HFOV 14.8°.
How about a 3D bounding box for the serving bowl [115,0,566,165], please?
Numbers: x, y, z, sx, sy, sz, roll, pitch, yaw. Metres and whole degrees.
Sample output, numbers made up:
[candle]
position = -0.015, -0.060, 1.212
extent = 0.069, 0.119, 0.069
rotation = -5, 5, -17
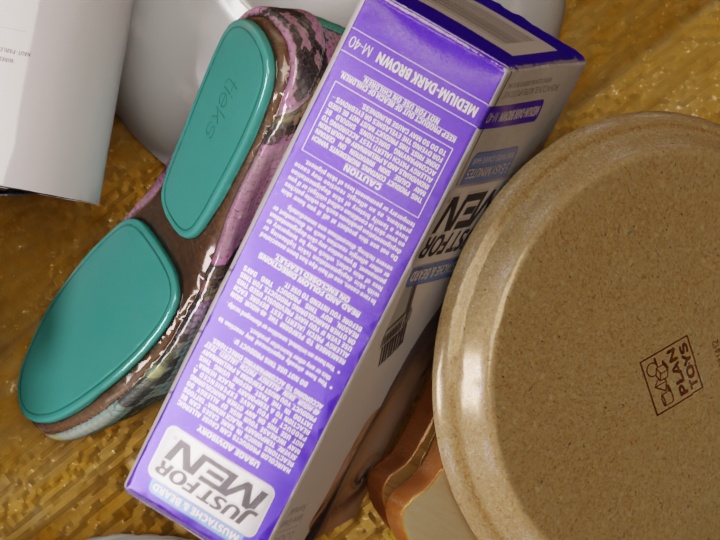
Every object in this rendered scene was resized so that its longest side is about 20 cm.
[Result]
[serving bowl]
position = -0.015, -0.124, 1.064
extent = 0.199, 0.066, 0.201
rotation = 0, 82, -2

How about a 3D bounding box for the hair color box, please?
[hair color box]
position = 0.000, 0.000, 0.991
extent = 0.065, 0.109, 0.201
rotation = 32, 105, 14

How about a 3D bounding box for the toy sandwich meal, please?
[toy sandwich meal]
position = 0.093, 0.040, 1.026
extent = 0.204, 0.070, 0.206
rotation = -4, 97, -30

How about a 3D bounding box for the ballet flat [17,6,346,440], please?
[ballet flat]
position = -0.054, -0.010, 1.028
extent = 0.200, 0.071, 0.069
rotation = -57, 44, 25

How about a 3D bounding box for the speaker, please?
[speaker]
position = -0.118, -0.126, 1.014
extent = 0.081, 0.081, 0.201
rotation = 9, 89, -1

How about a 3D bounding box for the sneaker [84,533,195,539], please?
[sneaker]
position = -0.131, 0.140, 1.015
extent = 0.199, 0.086, 0.081
rotation = -7, 85, -4
